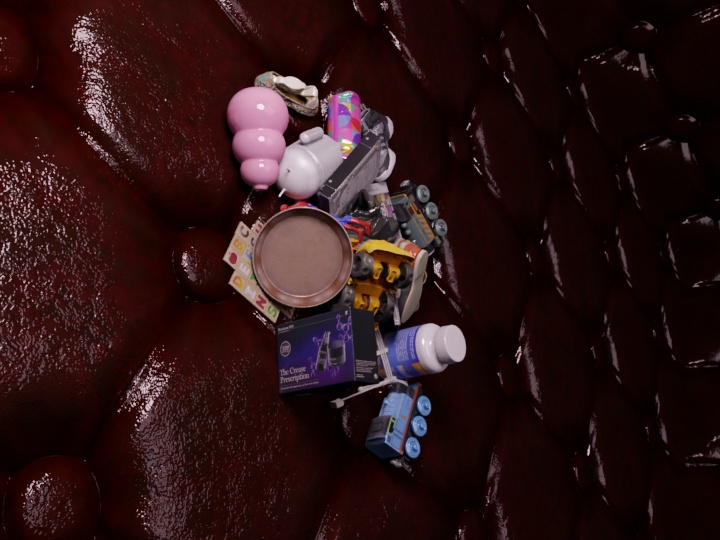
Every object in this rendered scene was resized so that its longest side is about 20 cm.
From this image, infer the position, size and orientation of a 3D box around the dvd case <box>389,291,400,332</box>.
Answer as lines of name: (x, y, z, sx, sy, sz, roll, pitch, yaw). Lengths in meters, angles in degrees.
dvd case: (0.069, 0.060, 1.723, 0.200, 0.016, 0.149, 91, -10, -81)

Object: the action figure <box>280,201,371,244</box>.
action figure: (-0.079, -0.102, 1.568, 0.065, 0.200, 0.052, -48, 152, -48)

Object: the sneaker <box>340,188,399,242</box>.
sneaker: (0.033, -0.120, 1.704, 0.199, 0.114, 0.076, -3, 38, -47)

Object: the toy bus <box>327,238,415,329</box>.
toy bus: (0.000, 0.000, 1.611, 0.135, 0.200, 0.192, 14, 28, -34)

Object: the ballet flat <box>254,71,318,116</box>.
ballet flat: (-0.142, -0.390, 1.671, 0.200, 0.075, 0.068, 11, 68, -50)

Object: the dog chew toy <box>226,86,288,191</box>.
dog chew toy: (-0.204, -0.260, 1.517, 0.124, 0.124, 0.201, 4, 83, -51)

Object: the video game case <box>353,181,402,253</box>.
video game case: (0.026, -0.106, 1.811, 0.181, 0.036, 0.200, -17, 91, -51)

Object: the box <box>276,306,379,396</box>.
box: (-0.067, 0.160, 1.464, 0.079, 0.200, 0.142, 17, 64, -47)

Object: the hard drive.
hard drive: (-0.023, -0.192, 1.665, 0.200, 0.038, 0.140, -51, 163, -25)

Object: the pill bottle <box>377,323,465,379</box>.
pill bottle: (0.131, 0.181, 1.704, 0.112, 0.200, 0.112, 21, 61, -45)

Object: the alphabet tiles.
alphabet tiles: (-0.190, 0.001, 1.525, 0.200, 0.006, 0.167, 45, 46, -32)

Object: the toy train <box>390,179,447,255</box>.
toy train: (0.144, -0.130, 1.939, 0.114, 0.085, 0.200, -47, 116, -35)

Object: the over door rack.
over door rack: (-0.019, 0.196, 1.625, 0.200, 0.067, 0.148, -15, 88, -46)

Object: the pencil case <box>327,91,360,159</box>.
pencil case: (-0.039, -0.319, 1.769, 0.088, 0.088, 0.200, 24, 57, -45)

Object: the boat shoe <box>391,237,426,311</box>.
boat shoe: (0.119, 0.018, 1.822, 0.076, 0.072, 0.200, -43, 131, -41)

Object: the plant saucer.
plant saucer: (-0.115, -0.027, 1.512, 0.034, 0.200, 0.201, -141, -153, -79)

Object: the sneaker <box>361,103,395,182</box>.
sneaker: (0.024, -0.316, 1.857, 0.114, 0.075, 0.200, 31, 48, -41)

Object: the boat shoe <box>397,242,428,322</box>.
boat shoe: (0.106, 0.029, 1.758, 0.071, 0.062, 0.200, -37, 144, -49)

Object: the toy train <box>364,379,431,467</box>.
toy train: (0.087, 0.334, 1.690, 0.114, 0.087, 0.200, 42, 49, -27)

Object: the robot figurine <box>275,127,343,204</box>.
robot figurine: (-0.112, -0.222, 1.613, 0.200, 0.113, 0.170, -44, 147, -50)
